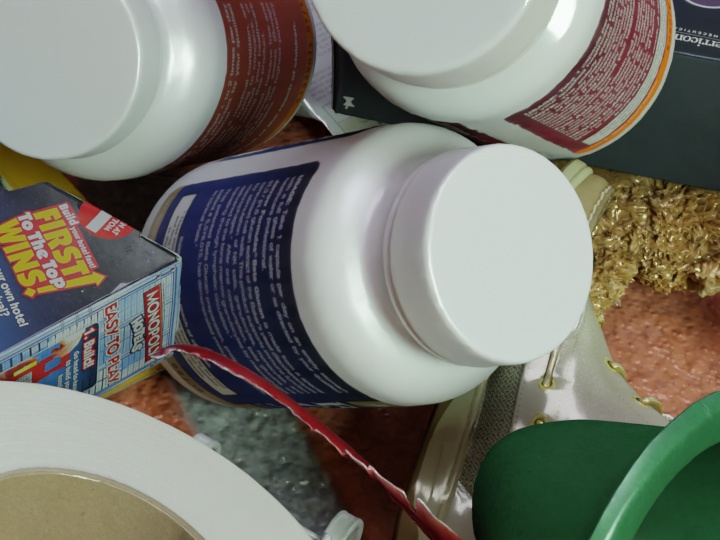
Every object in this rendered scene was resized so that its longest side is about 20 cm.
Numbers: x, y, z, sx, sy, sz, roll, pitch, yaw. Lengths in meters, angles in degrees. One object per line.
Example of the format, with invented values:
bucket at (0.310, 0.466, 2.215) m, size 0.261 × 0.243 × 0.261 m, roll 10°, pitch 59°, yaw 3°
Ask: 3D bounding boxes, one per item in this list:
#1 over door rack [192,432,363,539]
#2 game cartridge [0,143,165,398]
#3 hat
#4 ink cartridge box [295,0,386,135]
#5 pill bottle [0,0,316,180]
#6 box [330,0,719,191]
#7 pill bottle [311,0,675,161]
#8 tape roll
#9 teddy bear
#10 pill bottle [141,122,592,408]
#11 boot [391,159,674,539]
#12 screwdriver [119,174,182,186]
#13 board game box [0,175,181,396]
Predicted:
over door rack at (-0.109, 0.146, 0.812) m, size 0.147 × 0.067 × 0.201 m, roll 26°, pitch 59°, yaw 15°
game cartridge at (-0.202, 0.012, 0.949) m, size 0.199 × 0.033 × 0.176 m, roll -24°, pitch 53°, yaw -33°
hat at (0.055, 0.095, 0.831) m, size 0.175 × 0.201 × 0.165 m, roll 18°, pitch 42°, yaw 37°
ink cartridge box at (0.005, -0.120, 1.140) m, size 0.160 × 0.047 × 0.200 m, roll -30°, pitch 74°, yaw -36°
pill bottle at (-0.099, -0.100, 0.973) m, size 0.111 × 0.113 × 0.200 m, roll 23°, pitch 13°, yaw 12°
box at (0.101, -0.125, 1.049) m, size 0.198 × 0.079 × 0.142 m, roll 12°, pitch 44°, yaw 16°
pill bottle at (0.055, -0.112, 0.876) m, size 0.114 × 0.115 × 0.200 m, roll 30°, pitch 6°, yaw 19°
tape roll at (-0.093, 0.116, 0.713) m, size 0.201 × 0.037 × 0.203 m, roll 21°, pitch 30°, yaw -13°
teddy bear at (0.088, -0.020, 1.033) m, size 0.198 × 0.067 × 0.145 m, roll -17°, pitch 45°, yaw -19°
pill bottle at (0.000, 0.000, 0.875) m, size 0.111 × 0.112 × 0.199 m, roll -25°, pitch 11°, yaw -33°
boot at (0.114, 0.061, 0.916) m, size 0.153 × 0.072 × 0.201 m, roll 20°, pitch 65°, yaw 8°
screwdriver at (-0.050, -0.037, 1.004) m, size 0.198 × 0.028 × 0.029 m, roll 5°, pitch 18°, yaw 19°
board game box at (-0.180, 0.004, 0.826) m, size 0.198 × 0.062 × 0.201 m, roll -15°, pitch 54°, yaw -22°
